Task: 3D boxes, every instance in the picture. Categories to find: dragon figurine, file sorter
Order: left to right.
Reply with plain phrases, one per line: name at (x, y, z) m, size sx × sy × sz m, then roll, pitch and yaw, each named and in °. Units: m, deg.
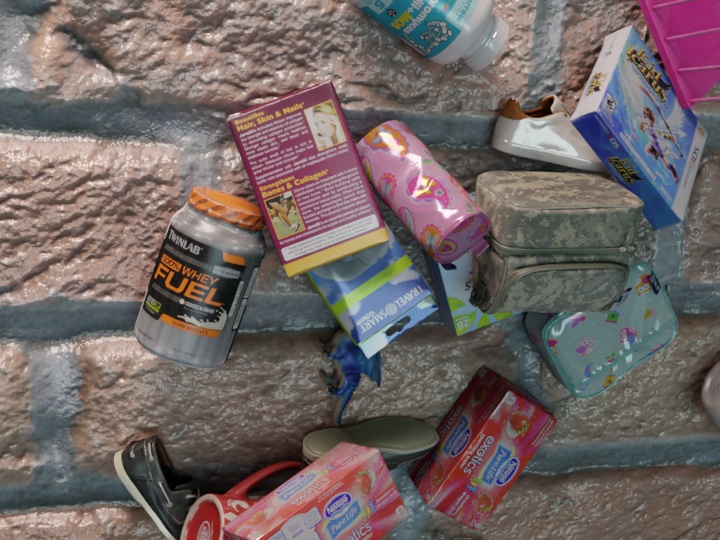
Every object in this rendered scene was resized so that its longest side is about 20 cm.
dragon figurine at (-0.003, 0.125, 1.272) m, size 0.099 × 0.059 × 0.200 m, roll -11°, pitch 108°, yaw -11°
file sorter at (0.462, -0.330, 1.198) m, size 0.139 × 0.125 × 0.200 m, roll -41°, pitch 114°, yaw -22°

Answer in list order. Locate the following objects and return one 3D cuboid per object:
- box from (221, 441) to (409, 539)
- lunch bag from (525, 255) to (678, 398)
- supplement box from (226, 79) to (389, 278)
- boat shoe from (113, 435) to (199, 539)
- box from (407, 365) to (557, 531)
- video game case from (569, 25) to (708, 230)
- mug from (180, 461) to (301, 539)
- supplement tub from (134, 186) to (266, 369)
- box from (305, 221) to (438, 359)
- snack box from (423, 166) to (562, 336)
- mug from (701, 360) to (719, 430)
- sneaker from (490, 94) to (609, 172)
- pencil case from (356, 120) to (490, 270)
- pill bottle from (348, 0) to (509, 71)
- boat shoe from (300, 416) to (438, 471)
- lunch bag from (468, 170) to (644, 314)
box at (-0.055, 0.310, 1.170) m, size 0.200 × 0.095 × 0.103 m, roll -32°, pitch 105°, yaw -29°
lunch bag at (0.349, 0.078, 1.341) m, size 0.200 × 0.077 × 0.160 m, roll -33°, pitch 112°, yaw -3°
supplement box at (-0.058, -0.107, 1.124) m, size 0.131 × 0.103 × 0.200 m, roll -19°, pitch 94°, yaw 3°
boat shoe at (-0.245, 0.307, 1.257) m, size 0.068 × 0.072 × 0.200 m, roll -31°, pitch 110°, yaw 0°
box at (0.171, 0.250, 1.338) m, size 0.100 × 0.095 × 0.200 m, roll 32°, pitch 96°, yaw -22°
video game case at (0.367, -0.186, 1.226) m, size 0.200 × 0.045 × 0.181 m, roll 45°, pitch 51°, yaw -23°
mug at (-0.131, 0.352, 1.265) m, size 0.200 × 0.178 × 0.133 m, roll 21°, pitch 127°, yaw -34°
supplement tub at (-0.190, 0.008, 1.151) m, size 0.122 × 0.123 × 0.200 m, roll 16°, pitch 101°, yaw -19°
box at (0.000, 0.000, 1.206) m, size 0.122 × 0.048 × 0.200 m, roll -35°, pitch 91°, yaw -2°
snack box at (0.191, -0.027, 1.272) m, size 0.200 × 0.068 × 0.169 m, roll -18°, pitch 110°, yaw -8°
mug at (0.617, 0.184, 1.425) m, size 0.175 × 0.148 × 0.200 m, roll 29°, pitch 68°, yaw -14°
sneaker at (0.276, -0.181, 1.243) m, size 0.200 × 0.073 × 0.085 m, roll 9°, pitch 107°, yaw -16°
pencil case at (0.075, -0.095, 1.151) m, size 0.087 × 0.200 × 0.087 m, roll -27°, pitch 147°, yaw -19°
pill bottle at (0.081, -0.322, 1.127) m, size 0.200 × 0.111 × 0.111 m, roll 30°, pitch 97°, yaw -21°
boat shoe at (0.012, 0.251, 1.308) m, size 0.201 × 0.072 × 0.061 m, roll -2°, pitch 121°, yaw -23°
lunch bag at (0.240, -0.026, 1.181) m, size 0.200 × 0.139 × 0.168 m, roll -2°, pitch 116°, yaw -16°
